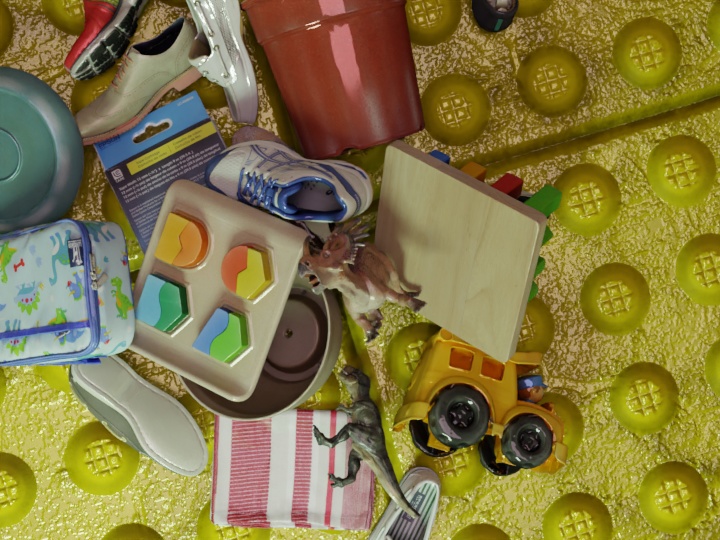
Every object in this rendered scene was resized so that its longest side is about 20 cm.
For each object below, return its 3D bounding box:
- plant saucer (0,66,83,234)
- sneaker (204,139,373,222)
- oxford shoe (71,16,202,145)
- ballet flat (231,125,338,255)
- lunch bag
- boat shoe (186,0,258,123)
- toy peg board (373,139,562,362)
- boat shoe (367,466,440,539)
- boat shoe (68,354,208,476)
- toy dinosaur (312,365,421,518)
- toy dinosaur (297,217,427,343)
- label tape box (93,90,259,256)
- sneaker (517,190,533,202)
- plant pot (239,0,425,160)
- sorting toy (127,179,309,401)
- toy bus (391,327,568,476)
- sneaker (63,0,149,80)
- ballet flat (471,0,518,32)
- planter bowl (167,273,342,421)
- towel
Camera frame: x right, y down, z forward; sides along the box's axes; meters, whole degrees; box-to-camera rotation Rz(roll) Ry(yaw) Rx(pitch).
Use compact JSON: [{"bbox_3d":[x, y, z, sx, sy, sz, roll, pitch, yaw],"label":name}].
[{"bbox_3d":[-0.421,-0.136,1.383,0.198,0.027,0.202,3,104,11],"label":"plant saucer"},{"bbox_3d":[-0.088,-0.097,1.310,0.198,0.088,0.076,7,110,15],"label":"sneaker"},{"bbox_3d":[-0.271,-0.226,1.395,0.200,0.074,0.071,-40,47,-11],"label":"oxford shoe"},{"bbox_3d":[-0.082,-0.096,1.420,0.068,0.067,0.200,-40,92,-4],"label":"ballet flat"},{"bbox_3d":[-0.347,0.029,1.343,0.199,0.082,0.162,-7,88,36],"label":"lunch bag"},{"bbox_3d":[-0.169,-0.255,1.376,0.069,0.071,0.201,-23,128,-16],"label":"boat shoe"},{"bbox_3d":[0.125,-0.037,1.339,0.198,0.201,0.098,30,44,26],"label":"toy peg board"},{"bbox_3d":[0.041,0.332,1.421,0.073,0.067,0.201,18,88,-3],"label":"boat shoe"},{"bbox_3d":[-0.265,0.172,1.406,0.202,0.060,0.072,43,55,-3],"label":"boat shoe"},{"bbox_3d":[-0.004,0.209,1.401,0.088,0.048,0.201,-18,74,-11],"label":"toy dinosaur"},{"bbox_3d":[0.000,0.000,1.307,0.086,0.200,0.136,-36,95,7],"label":"toy dinosaur"},{"bbox_3d":[-0.211,-0.091,1.408,0.143,0.066,0.201,-27,75,-4],"label":"label tape box"},{"bbox_3d":[0.130,-0.067,1.410,0.199,0.115,0.076,-8,90,-4],"label":"sneaker"},{"bbox_3d":[-0.019,-0.238,1.374,0.199,0.201,0.197,-16,98,-4],"label":"plant pot"},{"bbox_3d":[-0.169,0.019,1.304,0.184,0.036,0.201,23,93,21],"label":"sorting toy"},{"bbox_3d":[0.156,0.137,1.413,0.199,0.136,0.193,18,71,-5],"label":"toy bus"},{"bbox_3d":[-0.305,-0.319,1.412,0.084,0.077,0.201,27,77,2],"label":"sneaker"},{"bbox_3d":[0.162,-0.394,1.443,0.072,0.073,0.202,-5,89,-4],"label":"ballet flat"},{"bbox_3d":[-0.103,0.071,1.366,0.199,0.135,0.202,-2,84,20],"label":"planter bowl"},{"bbox_3d":[-0.081,0.241,1.437,0.198,0.023,0.145,3,88,-4],"label":"towel"}]
